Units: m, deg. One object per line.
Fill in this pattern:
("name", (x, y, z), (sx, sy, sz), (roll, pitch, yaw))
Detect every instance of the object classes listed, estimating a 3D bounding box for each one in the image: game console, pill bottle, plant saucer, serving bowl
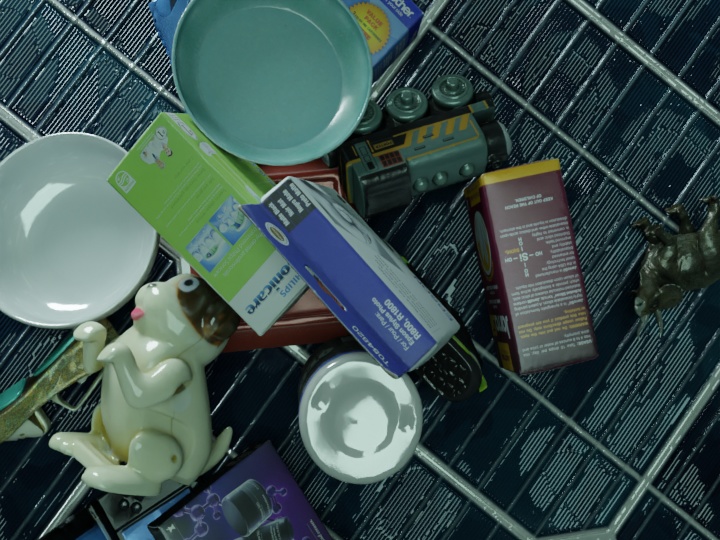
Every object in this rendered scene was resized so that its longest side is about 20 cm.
("game console", (-0.209, 0.314, 0.884), (0.174, 0.116, 0.203), (-31, 90, -4))
("pill bottle", (-0.006, 0.125, 0.860), (0.111, 0.200, 0.117), (0, 92, -5))
("plant saucer", (-0.086, -0.195, 0.865), (0.195, 0.036, 0.205), (3, 77, -12))
("serving bowl", (-0.296, -0.035, 0.913), (0.195, 0.066, 0.205), (-1, 77, 3))
("plant saucer", (-0.088, -0.020, 0.947), (0.195, 0.037, 0.205), (-5, 88, -4))

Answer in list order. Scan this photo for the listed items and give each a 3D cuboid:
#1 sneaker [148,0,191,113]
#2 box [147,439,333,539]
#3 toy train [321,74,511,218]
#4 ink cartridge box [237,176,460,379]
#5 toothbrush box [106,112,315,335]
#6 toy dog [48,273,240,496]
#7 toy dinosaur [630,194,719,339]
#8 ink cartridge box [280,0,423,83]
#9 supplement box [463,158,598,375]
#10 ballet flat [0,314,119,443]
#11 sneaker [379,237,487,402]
("sneaker", (-0.184, -0.245, 0.944), (0.076, 0.066, 0.206), (-1, 88, 13))
("box", (-0.100, 0.297, 0.888), (0.140, 0.079, 0.202), (-34, 91, -24))
("toy train", (0.059, -0.128, 0.916), (0.196, 0.086, 0.115), (-17, 56, -11))
("ink cartridge box", (0.000, 0.000, 0.797), (0.041, 0.200, 0.200), (-44, 82, 12))
("toothbrush box", (-0.123, -0.051, 0.849), (0.200, 0.146, 0.086), (43, 101, -1))
("toy dog", (-0.186, 0.104, 0.861), (0.191, 0.139, 0.205), (17, 89, -30))
("toy dinosaur", (0.359, -0.018, 0.965), (0.197, 0.077, 0.104), (-26, 101, -9))
("ink cartridge box", (-0.025, -0.261, 0.944), (0.136, 0.076, 0.200), (43, 84, -1))
("supplement box", (0.175, -0.002, 0.924), (0.084, 0.110, 0.205), (-11, 88, -3))
("ballet flat", (-0.327, 0.130, 0.915), (0.199, 0.071, 0.071), (-40, 90, -4))
("sneaker", (0.062, 0.053, 0.937), (0.071, 0.083, 0.202), (-37, 86, 24))
